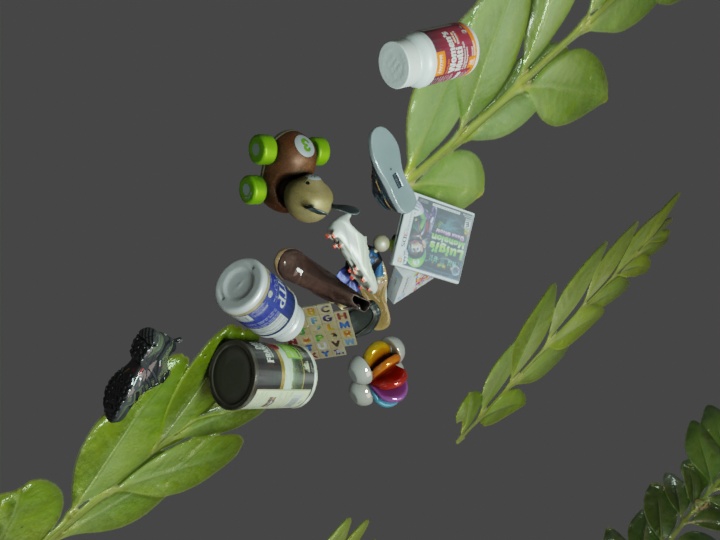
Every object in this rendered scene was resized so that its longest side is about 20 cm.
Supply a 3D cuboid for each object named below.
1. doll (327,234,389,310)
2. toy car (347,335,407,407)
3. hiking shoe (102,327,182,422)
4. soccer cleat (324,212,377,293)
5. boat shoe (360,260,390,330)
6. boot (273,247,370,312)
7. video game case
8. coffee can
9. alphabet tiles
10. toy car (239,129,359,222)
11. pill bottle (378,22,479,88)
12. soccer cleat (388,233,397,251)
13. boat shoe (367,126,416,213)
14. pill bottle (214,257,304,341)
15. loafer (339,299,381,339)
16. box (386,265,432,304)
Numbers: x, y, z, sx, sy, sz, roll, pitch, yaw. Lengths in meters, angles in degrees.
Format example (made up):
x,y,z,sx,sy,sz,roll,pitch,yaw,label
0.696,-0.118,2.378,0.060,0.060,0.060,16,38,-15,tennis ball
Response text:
x,y,z,sx,sy,sz,roll,pitch,yaw,label
0.000,0.000,1.623,0.136,0.048,0.201,34,96,-29,doll
0.066,0.292,1.874,0.174,0.150,0.202,-30,138,-29,toy car
-0.416,0.211,1.327,0.100,0.076,0.201,26,98,-50,hiking shoe
-0.004,-0.036,1.550,0.077,0.069,0.201,-42,117,-23,soccer cleat
0.030,0.047,1.708,0.070,0.069,0.202,-9,113,-6,boat shoe
-0.078,0.021,1.467,0.073,0.165,0.200,-64,148,-7,boot
0.178,-0.079,1.683,0.198,0.023,0.184,16,87,-26,video game case
-0.212,0.231,1.514,0.199,0.146,0.147,13,109,-53,coffee can
-0.099,0.146,1.604,0.164,0.006,0.201,-9,137,5,alphabet tiles
-0.097,-0.155,1.276,0.163,0.200,0.159,-8,125,-45,toy car
0.139,-0.433,1.391,0.199,0.109,0.111,-25,136,-34,pill bottle
0.150,-0.074,1.740,0.199,0.065,0.084,-25,138,-35,soccer cleat
0.048,-0.216,1.511,0.071,0.091,0.202,-33,113,-25,boat shoe
-0.199,0.069,1.417,0.120,0.119,0.200,-49,145,-5,pill bottle
-0.025,0.135,1.640,0.072,0.073,0.200,-21,165,-45,loafer
0.163,-0.009,1.774,0.199,0.041,0.156,-30,159,-21,box
